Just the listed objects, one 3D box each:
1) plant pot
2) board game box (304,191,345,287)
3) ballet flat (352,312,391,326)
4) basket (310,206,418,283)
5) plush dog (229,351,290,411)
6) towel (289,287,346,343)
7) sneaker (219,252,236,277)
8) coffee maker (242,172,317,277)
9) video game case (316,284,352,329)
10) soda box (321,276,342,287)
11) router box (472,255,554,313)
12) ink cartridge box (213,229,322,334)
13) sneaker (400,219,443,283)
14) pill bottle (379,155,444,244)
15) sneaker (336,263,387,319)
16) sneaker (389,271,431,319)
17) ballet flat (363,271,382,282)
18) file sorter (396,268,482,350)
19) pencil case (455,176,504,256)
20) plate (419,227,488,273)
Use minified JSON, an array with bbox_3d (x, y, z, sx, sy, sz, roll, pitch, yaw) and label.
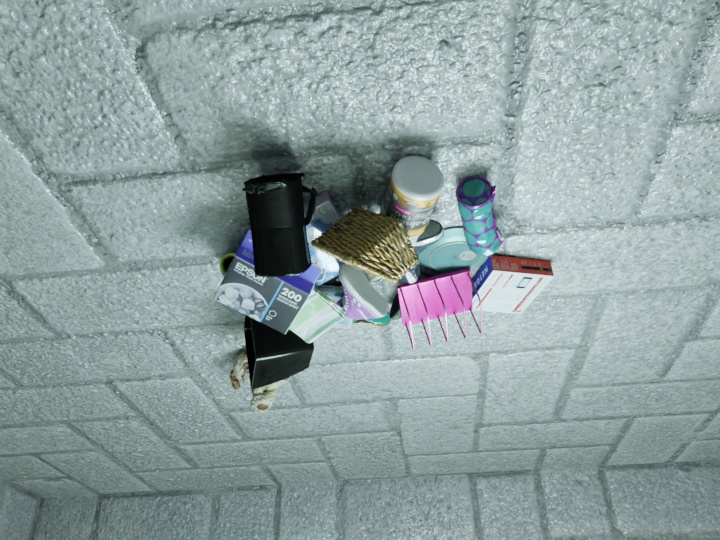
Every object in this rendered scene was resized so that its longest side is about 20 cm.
[{"bbox_3d":[-0.234,0.200,1.832,0.174,0.202,0.201,-5,148,-16],"label":"plant pot"},{"bbox_3d":[-0.114,-0.058,1.502,0.197,0.044,0.201,-28,128,10],"label":"board game box"},{"bbox_3d":[-0.007,0.123,1.831,0.197,0.070,0.063,19,171,-23],"label":"ballet flat"},{"bbox_3d":[0.010,-0.030,1.388,0.199,0.148,0.144,22,146,54],"label":"basket"},{"bbox_3d":[-0.333,0.328,2.080,0.170,0.161,0.201,30,109,-18],"label":"plush dog"},{"bbox_3d":[-0.152,0.093,1.565,0.149,0.031,0.199,-38,120,26],"label":"towel"},{"bbox_3d":[-0.265,0.027,1.566,0.198,0.080,0.131,31,177,4],"label":"sneaker"},{"bbox_3d":[-0.181,-0.091,1.331,0.133,0.204,0.191,5,-162,34],"label":"coffee maker"},{"bbox_3d":[-0.103,0.097,1.700,0.178,0.022,0.201,5,147,-5],"label":"video game case"},{"bbox_3d":[-0.133,-0.014,1.613,0.197,0.072,0.063,16,143,-23],"label":"soda box"},{"bbox_3d":[0.396,0.042,1.727,0.176,0.050,0.201,6,145,-14],"label":"router box"},{"bbox_3d":[-0.216,0.033,1.484,0.196,0.044,0.201,27,122,-10],"label":"ink cartridge box"},{"bbox_3d":[0.138,-0.044,1.561,0.200,0.078,0.147,-13,134,33],"label":"sneaker"},{"bbox_3d":[0.105,-0.143,1.395,0.114,0.118,0.201,5,145,-9],"label":"pill bottle"},{"bbox_3d":[-0.026,0.063,1.569,0.112,0.074,0.201,-11,137,28],"label":"sneaker"},{"bbox_3d":[0.160,0.087,1.767,0.113,0.077,0.200,21,135,-19],"label":"sneaker"},{"bbox_3d":[0.000,0.000,1.634,0.063,0.068,0.199,51,149,-15],"label":"ballet flat"},{"bbox_3d":[0.209,0.108,1.653,0.196,0.126,0.141,-13,129,-2],"label":"file sorter"},{"bbox_3d":[0.275,-0.122,1.459,0.091,0.086,0.201,4,149,22],"label":"pencil case"},{"bbox_3d":[0.242,-0.040,1.630,0.196,0.026,0.202,0,145,0],"label":"plate"}]
